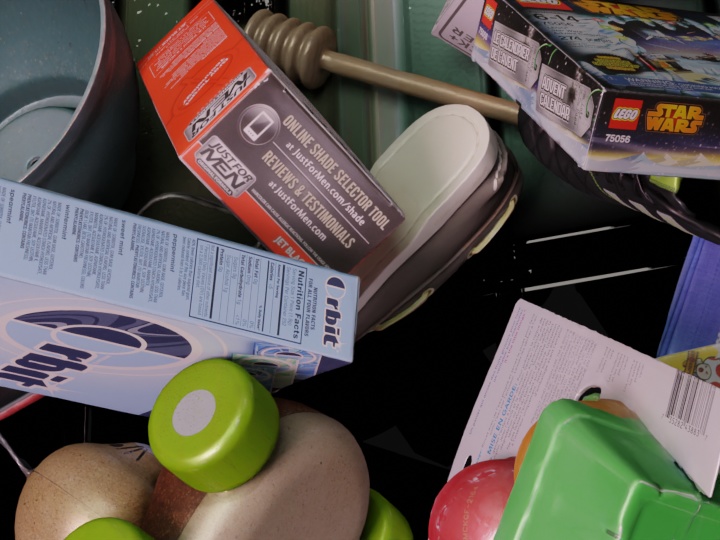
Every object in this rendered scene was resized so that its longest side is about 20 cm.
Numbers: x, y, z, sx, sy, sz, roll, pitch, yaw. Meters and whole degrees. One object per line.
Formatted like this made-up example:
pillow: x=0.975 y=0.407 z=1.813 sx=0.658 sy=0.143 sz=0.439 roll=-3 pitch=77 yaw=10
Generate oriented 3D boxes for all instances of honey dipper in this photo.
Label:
honey dipper: x=0.024 y=-0.104 z=0.940 sx=0.199 sy=0.038 sz=0.038 roll=20 pitch=73 yaw=24

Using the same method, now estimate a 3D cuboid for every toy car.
toy car: x=-0.106 y=0.113 z=0.815 sx=0.199 sy=0.164 sz=0.158 roll=22 pitch=73 yaw=40

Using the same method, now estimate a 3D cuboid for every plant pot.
plant pot: x=-0.206 y=-0.082 z=0.952 sx=0.199 sy=0.134 sz=0.201 roll=-8 pitch=62 yaw=16

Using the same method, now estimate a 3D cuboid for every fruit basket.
fruit basket: x=0.083 y=0.118 z=0.725 sx=0.093 sy=0.200 sz=0.186 roll=20 pitch=92 yaw=-17

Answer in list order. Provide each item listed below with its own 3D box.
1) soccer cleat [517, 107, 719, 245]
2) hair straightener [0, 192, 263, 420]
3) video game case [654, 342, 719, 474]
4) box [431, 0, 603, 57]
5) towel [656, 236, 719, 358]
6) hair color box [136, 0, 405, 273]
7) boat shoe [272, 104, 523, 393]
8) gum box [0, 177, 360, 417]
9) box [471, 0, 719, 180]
soccer cleat: x=0.151 y=-0.053 z=0.810 sx=0.199 sy=0.081 sz=0.068 roll=29 pitch=101 yaw=34
hair straightener: x=-0.142 y=0.014 z=0.900 sx=0.199 sy=0.077 sz=0.041 roll=-24 pitch=38 yaw=17
video game case: x=0.236 y=0.112 z=0.719 sx=0.181 sy=0.023 sz=0.201 roll=-12 pitch=67 yaw=-8
box: x=0.108 y=-0.184 z=0.854 sx=0.060 sy=0.200 sz=0.117 roll=28 pitch=74 yaw=-5
towel: x=0.252 y=0.014 z=0.805 sx=0.199 sy=0.024 sz=0.145 roll=14 pitch=71 yaw=25
hair color box: x=-0.051 y=-0.069 z=0.852 sx=0.061 sy=0.102 sz=0.200 roll=-43 pitch=22 yaw=3
boat shoe: x=0.001 y=0.002 z=0.874 sx=0.202 sy=0.060 sz=0.072 roll=-42 pitch=50 yaw=7
gum box: x=-0.128 y=0.018 z=0.760 sx=0.170 sy=0.199 sz=0.045 roll=-26 pitch=54 yaw=55
box: x=0.167 y=-0.082 z=0.769 sx=0.199 sy=0.040 sz=0.137 roll=3 pitch=25 yaw=-21
